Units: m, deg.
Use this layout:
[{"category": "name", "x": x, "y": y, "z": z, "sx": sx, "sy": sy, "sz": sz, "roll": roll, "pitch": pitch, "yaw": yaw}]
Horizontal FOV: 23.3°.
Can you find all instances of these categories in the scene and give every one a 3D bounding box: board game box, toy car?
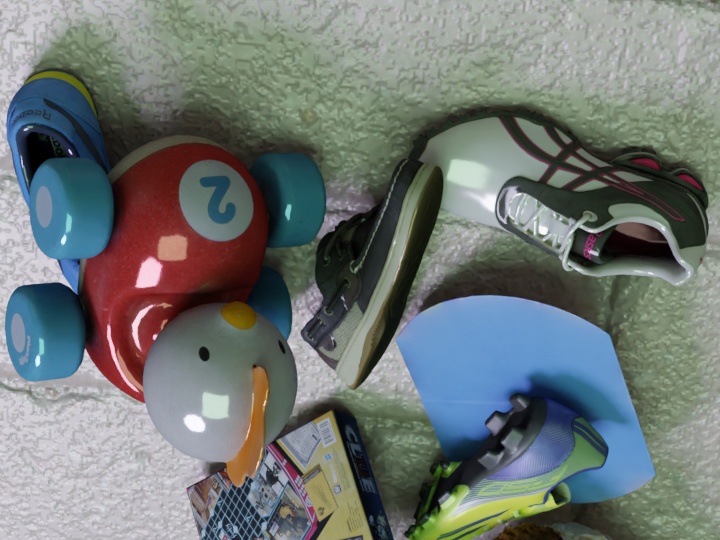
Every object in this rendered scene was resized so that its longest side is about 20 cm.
[{"category": "board game box", "x": -0.037, "y": 0.217, "z": 1.213, "sx": 0.135, "sy": 0.202, "sz": 0.035, "roll": -28, "pitch": 152, "yaw": 20}, {"category": "toy car", "x": -0.091, "y": 0.037, "z": 1.059, "sx": 0.183, "sy": 0.200, "sz": 0.178, "roll": -4, "pitch": 127, "yaw": -33}, {"category": "board game box", "x": 0.117, "y": 0.078, "z": 1.194, "sx": 0.157, "sy": 0.039, "sz": 0.201, "roll": -1, "pitch": 131, "yaw": 29}]

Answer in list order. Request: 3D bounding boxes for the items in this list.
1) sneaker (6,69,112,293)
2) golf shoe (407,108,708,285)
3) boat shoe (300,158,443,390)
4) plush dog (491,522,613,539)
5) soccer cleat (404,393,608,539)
[{"category": "sneaker", "x": -0.183, "y": -0.029, "z": 1.136, "sx": 0.065, "sy": 0.079, "sz": 0.202, "roll": -12, "pitch": 121, "yaw": 9}, {"category": "golf shoe", "x": 0.124, "y": -0.045, "z": 1.097, "sx": 0.198, "sy": 0.088, "sz": 0.078, "roll": 11, "pitch": 123, "yaw": 0}, {"category": "boat shoe", "x": 0.000, "y": 0.000, "z": 1.124, "sx": 0.066, "sy": 0.072, "sz": 0.202, "roll": 27, "pitch": 140, "yaw": 8}, {"category": "plush dog", "x": 0.125, "y": 0.251, "z": 1.245, "sx": 0.199, "sy": 0.161, "sz": 0.172, "roll": 23, "pitch": 118, "yaw": -35}, {"category": "soccer cleat", "x": 0.097, "y": 0.154, "z": 1.203, "sx": 0.083, "sy": 0.065, "sz": 0.200, "roll": 28, "pitch": 140, "yaw": -11}]
